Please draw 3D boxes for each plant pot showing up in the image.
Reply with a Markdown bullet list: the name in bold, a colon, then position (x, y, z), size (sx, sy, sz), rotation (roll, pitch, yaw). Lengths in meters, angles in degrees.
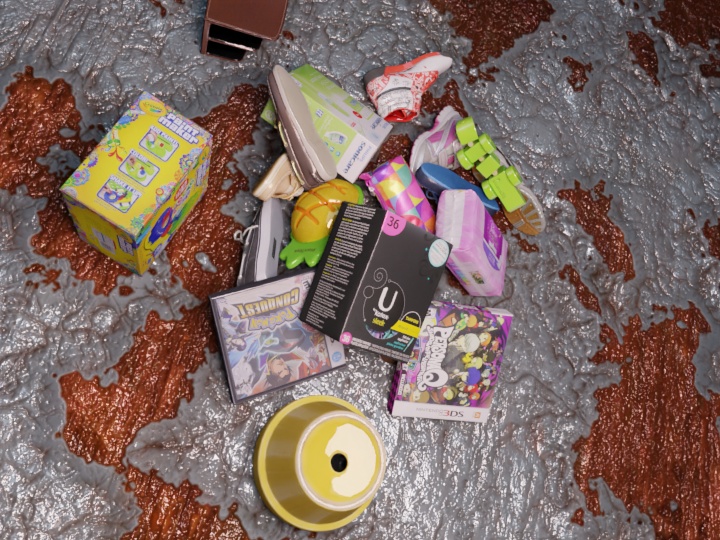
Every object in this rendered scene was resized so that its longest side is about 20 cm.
- **plant pot**: position (-0.051, 0.282, 0.919), size (0.198, 0.189, 0.203), rotation (5, 72, -15)

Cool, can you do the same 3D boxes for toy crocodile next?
- **toy crocodile**: position (0.241, -0.195, 1.156), size (0.200, 0.067, 0.062), rotation (48, 29, -15)

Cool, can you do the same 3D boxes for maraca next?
- **maraca**: position (-0.065, -0.079, 1.059), size (0.107, 0.136, 0.201), rotation (54, 44, -33)

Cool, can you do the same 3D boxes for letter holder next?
- **letter holder**: position (-0.211, -0.500, 1.165), size (0.141, 0.101, 0.202), rotation (10, 71, -16)

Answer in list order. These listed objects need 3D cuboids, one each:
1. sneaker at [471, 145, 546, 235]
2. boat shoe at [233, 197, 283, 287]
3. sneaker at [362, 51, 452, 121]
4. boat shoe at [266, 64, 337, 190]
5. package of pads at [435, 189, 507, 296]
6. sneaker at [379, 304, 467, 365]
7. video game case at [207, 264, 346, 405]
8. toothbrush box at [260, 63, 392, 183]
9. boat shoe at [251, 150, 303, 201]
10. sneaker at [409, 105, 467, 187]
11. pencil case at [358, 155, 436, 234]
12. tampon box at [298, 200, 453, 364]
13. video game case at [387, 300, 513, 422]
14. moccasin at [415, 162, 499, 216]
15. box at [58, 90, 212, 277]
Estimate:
- **sneaker**: position (0.308, -0.166, 1.233), size (0.201, 0.075, 0.088), rotation (52, 44, -8)
- **boat shoe**: position (-0.173, -0.048, 1.050), size (0.067, 0.074, 0.201), rotation (-6, 62, 11)
- **sneaker**: position (0.110, -0.360, 1.238), size (0.200, 0.067, 0.109), rotation (-20, 81, -18)
- **boat shoe**: position (-0.107, -0.230, 1.008), size (0.202, 0.059, 0.072), rotation (64, 28, -5)
- **package of pads**: position (0.198, -0.046, 1.103), size (0.200, 0.075, 0.122), rotation (41, 54, -51)
- **sneaker**: position (0.119, 0.110, 1.103), size (0.198, 0.073, 0.085), rotation (-11, 42, -12)
- **video game case**: position (-0.126, 0.100, 0.994), size (0.198, 0.025, 0.183), rotation (-16, 109, -21)
- **toothbrush box**: position (-0.056, -0.266, 1.111), size (0.199, 0.086, 0.146), rotation (37, 29, -4)
- **boat shoe**: position (-0.123, -0.158, 1.057), size (0.069, 0.074, 0.200), rotation (45, 27, -12)
- **sneaker**: position (0.159, -0.230, 1.189), size (0.088, 0.082, 0.201), rotation (28, 66, 19)
- **pencil case**: position (0.080, -0.106, 1.113), size (0.088, 0.088, 0.201), rotation (-39, 103, -24)
- **tampon box**: position (0.023, 0.017, 0.965), size (0.149, 0.126, 0.202), rotation (22, 89, -37)
- **video game case**: position (0.150, 0.154, 1.051), size (0.179, 0.036, 0.202), rotation (8, 102, -16)
- **moccasin**: position (0.174, -0.130, 1.153), size (0.199, 0.068, 0.081), rotation (24, 37, -30)
- **box**: position (-0.333, -0.125, 0.953), size (0.121, 0.200, 0.194), rotation (32, 68, -5)
